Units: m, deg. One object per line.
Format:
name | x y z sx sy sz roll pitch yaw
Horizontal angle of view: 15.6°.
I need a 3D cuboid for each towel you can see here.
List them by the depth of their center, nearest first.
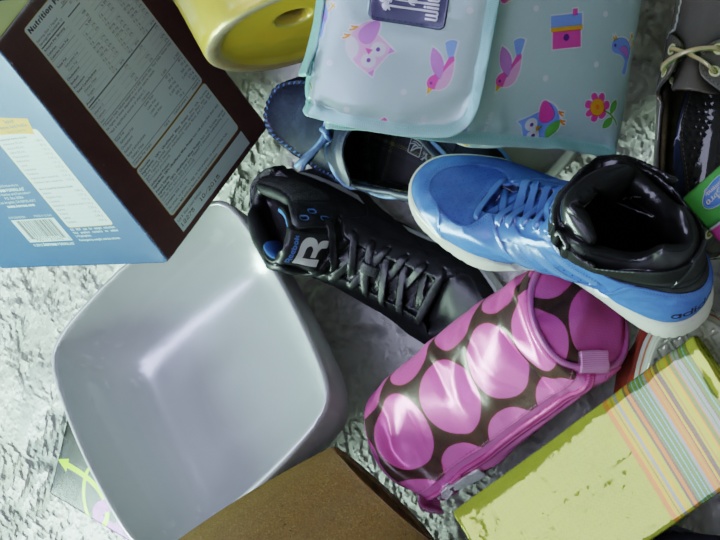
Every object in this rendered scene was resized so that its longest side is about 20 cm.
towel | 0.151 0.128 1.587 0.200 0.018 0.086 -38 73 25

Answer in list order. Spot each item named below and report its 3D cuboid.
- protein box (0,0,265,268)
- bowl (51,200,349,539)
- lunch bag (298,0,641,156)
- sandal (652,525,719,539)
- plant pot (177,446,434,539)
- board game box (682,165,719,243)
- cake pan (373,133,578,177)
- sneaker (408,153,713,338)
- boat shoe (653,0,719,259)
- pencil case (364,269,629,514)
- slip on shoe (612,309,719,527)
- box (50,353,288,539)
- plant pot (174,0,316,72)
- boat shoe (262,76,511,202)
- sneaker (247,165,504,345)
protein box | -0.215 -0.120 1.814 0.198 0.135 0.200 -2 134 47
bowl | -0.102 0.080 1.807 0.200 0.074 0.200 -40 61 20
lunch bag | 0.063 -0.160 1.563 0.122 0.199 0.172 24 106 59
sandal | 0.196 0.185 1.610 0.199 0.043 0.077 12 119 23
plant pot | -0.051 0.219 1.706 0.200 0.186 0.186 -48 61 2
board game box | 0.305 -0.016 1.497 0.153 0.040 0.200 -42 64 6
cake pan | 0.085 -0.139 1.709 0.199 0.037 0.202 2 93 39
sneaker | 0.116 -0.037 1.543 0.199 0.111 0.077 27 69 19
boat shoe | 0.214 -0.107 1.590 0.072 0.060 0.204 5 95 38
pencil case | 0.088 0.072 1.660 0.200 0.090 0.094 -44 40 45
slip on shoe | 0.180 0.102 1.631 0.061 0.073 0.201 -94 18 -63
box | -0.134 0.135 1.899 0.199 0.036 0.144 24 107 34
plant pot | -0.067 -0.243 1.719 0.200 0.200 0.190 -30 70 36
boat shoe | 0.009 -0.090 1.704 0.199 0.068 0.085 15 101 38
sneaker | 0.000 0.000 1.736 0.200 0.111 0.073 36 114 32
